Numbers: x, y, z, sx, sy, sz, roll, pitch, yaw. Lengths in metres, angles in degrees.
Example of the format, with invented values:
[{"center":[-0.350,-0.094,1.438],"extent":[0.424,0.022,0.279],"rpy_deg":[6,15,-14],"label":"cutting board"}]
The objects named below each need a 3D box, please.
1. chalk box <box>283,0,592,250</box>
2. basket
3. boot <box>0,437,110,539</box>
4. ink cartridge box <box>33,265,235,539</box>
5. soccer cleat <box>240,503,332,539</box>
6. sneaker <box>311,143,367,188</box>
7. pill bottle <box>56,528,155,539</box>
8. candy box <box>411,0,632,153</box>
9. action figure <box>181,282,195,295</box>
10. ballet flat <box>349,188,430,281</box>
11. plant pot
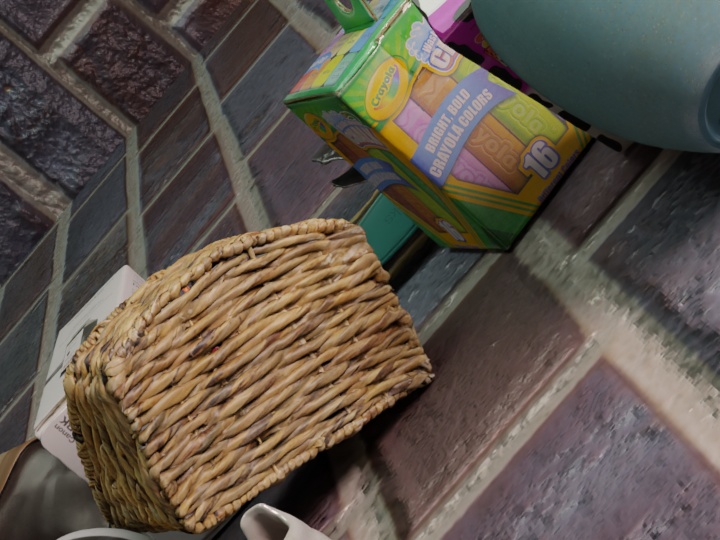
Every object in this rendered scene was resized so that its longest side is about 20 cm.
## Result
[{"center":[0.040,-0.122,1.214],"extent":[0.124,0.200,0.124],"rpy_deg":[-52,14,-9],"label":"chalk box"},{"center":[-0.085,0.058,1.144],"extent":[0.200,0.143,0.149],"rpy_deg":[-32,7,-25],"label":"basket"},{"center":[-0.257,0.229,1.483],"extent":[0.166,0.072,0.201],"rpy_deg":[-8,65,43],"label":"boot"},{"center":[-0.148,0.098,1.338],"extent":[0.083,0.147,0.200],"rpy_deg":[-45,16,10],"label":"ink cartridge box"},{"center":[-0.044,0.192,0.918],"extent":[0.069,0.078,0.200],"rpy_deg":[-44,16,21],"label":"soccer cleat"},{"center":[0.047,-0.152,1.502],"extent":[0.104,0.060,0.200],"rpy_deg":[-1,50,42],"label":"sneaker"},{"center":[-0.161,0.248,1.060],"extent":[0.114,0.114,0.200],"rpy_deg":[-44,16,23],"label":"pill bottle"},{"center":[0.133,-0.160,1.050],"extent":[0.136,0.200,0.061],"rpy_deg":[-45,53,17],"label":"candy box"},{"center":[-0.164,0.074,1.543],"extent":[0.194,0.104,0.200],"rpy_deg":[-62,13,-7],"label":"action figure"},{"center":[0.000,0.000,1.344],"extent":[0.200,0.069,0.063],"rpy_deg":[-43,-12,16],"label":"ballet flat"},{"center":[0.174,-0.138,0.938],"extent":[0.200,0.200,0.135],"rpy_deg":[-46,51,16],"label":"plant pot"}]
